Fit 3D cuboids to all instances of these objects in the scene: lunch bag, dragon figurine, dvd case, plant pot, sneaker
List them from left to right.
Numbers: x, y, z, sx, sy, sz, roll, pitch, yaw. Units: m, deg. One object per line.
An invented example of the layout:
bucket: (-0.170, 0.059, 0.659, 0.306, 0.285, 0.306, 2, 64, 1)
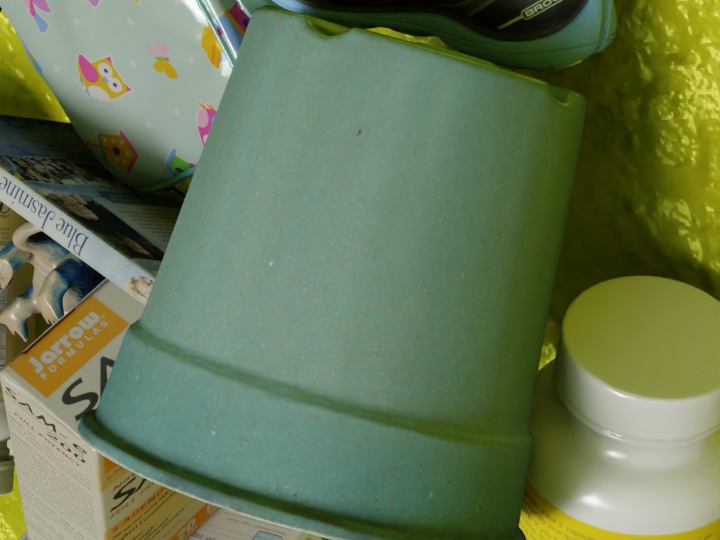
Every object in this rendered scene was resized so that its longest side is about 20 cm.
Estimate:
dragon figurine: (-0.149, -0.013, 1.219, 0.059, 0.099, 0.200, 31, 157, 17)
dvd case: (-0.115, -0.024, 1.138, 0.200, 0.143, 0.018, 34, 105, 25)
lunch bag: (-0.101, -0.141, 1.110, 0.160, 0.077, 0.200, -20, 104, 50)
plant pot: (0.000, 0.000, 0.964, 0.200, 0.200, 0.197, 18, 95, 36)
sneaker: (0.027, -0.144, 0.991, 0.199, 0.071, 0.083, 17, 117, 35)

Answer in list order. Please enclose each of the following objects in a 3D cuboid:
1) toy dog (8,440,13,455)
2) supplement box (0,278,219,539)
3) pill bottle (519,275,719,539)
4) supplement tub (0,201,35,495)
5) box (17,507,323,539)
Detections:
toy dog: (-0.281, 0.046, 1.427, 0.200, 0.097, 0.132, 21, -178, -5)
supplement box: (-0.121, 0.086, 1.242, 0.073, 0.126, 0.200, 37, 153, 19)
pill bottle: (0.121, 0.103, 1.044, 0.111, 0.111, 0.200, 30, 138, 27)
supplement tub: (-0.257, 0.025, 1.291, 0.145, 0.145, 0.201, 2, 90, 46)
box: (-0.110, 0.202, 1.353, 0.200, 0.113, 0.102, 8, 136, 42)
